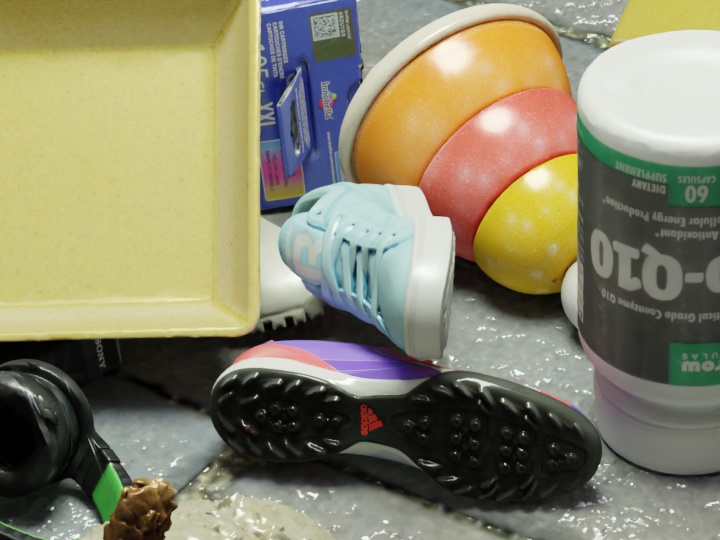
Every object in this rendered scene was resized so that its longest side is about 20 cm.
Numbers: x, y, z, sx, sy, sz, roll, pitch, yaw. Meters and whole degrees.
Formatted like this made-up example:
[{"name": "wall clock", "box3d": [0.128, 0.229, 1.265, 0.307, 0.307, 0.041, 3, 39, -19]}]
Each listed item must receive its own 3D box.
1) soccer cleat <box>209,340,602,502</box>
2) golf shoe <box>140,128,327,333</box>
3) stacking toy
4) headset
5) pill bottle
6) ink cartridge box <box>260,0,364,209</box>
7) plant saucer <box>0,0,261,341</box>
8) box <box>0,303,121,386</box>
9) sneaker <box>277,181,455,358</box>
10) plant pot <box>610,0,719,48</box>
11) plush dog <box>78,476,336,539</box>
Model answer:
[{"name": "soccer cleat", "box3d": [0.027, 0.067, 1.267, 0.199, 0.069, 0.073, 6, 25, 15]}, {"name": "golf shoe", "box3d": [-0.102, -0.029, 1.387, 0.199, 0.098, 0.078, 15, 37, 23]}, {"name": "stacking toy", "box3d": [0.091, -0.035, 1.379, 0.146, 0.146, 0.200, -20, 56, -22]}, {"name": "headset", "box3d": [-0.184, 0.069, 1.227, 0.200, 0.094, 0.123, 43, 27, 29]}, {"name": "pill bottle", "box3d": [0.162, -0.007, 1.235, 0.113, 0.201, 0.113, -3, 34, 2]}, {"name": "ink cartridge box", "box3d": [-0.041, -0.131, 1.490, 0.076, 0.137, 0.200, -11, 35, -6]}, {"name": "plant saucer", "box3d": [-0.150, -0.055, 1.343, 0.199, 0.048, 0.201, -1, 74, 4]}, {"name": "box", "box3d": [-0.249, 0.048, 1.346, 0.200, 0.036, 0.143, -26, 40, -30]}, {"name": "sneaker", "box3d": [0.000, 0.000, 1.281, 0.082, 0.074, 0.200, 0, 10, -7]}, {"name": "plant pot", "box3d": [0.254, -0.112, 1.353, 0.199, 0.196, 0.194, -27, 17, -21]}, {"name": "plush dog", "box3d": [-0.074, 0.149, 1.108, 0.199, 0.161, 0.172, 9, 13, 19]}]
